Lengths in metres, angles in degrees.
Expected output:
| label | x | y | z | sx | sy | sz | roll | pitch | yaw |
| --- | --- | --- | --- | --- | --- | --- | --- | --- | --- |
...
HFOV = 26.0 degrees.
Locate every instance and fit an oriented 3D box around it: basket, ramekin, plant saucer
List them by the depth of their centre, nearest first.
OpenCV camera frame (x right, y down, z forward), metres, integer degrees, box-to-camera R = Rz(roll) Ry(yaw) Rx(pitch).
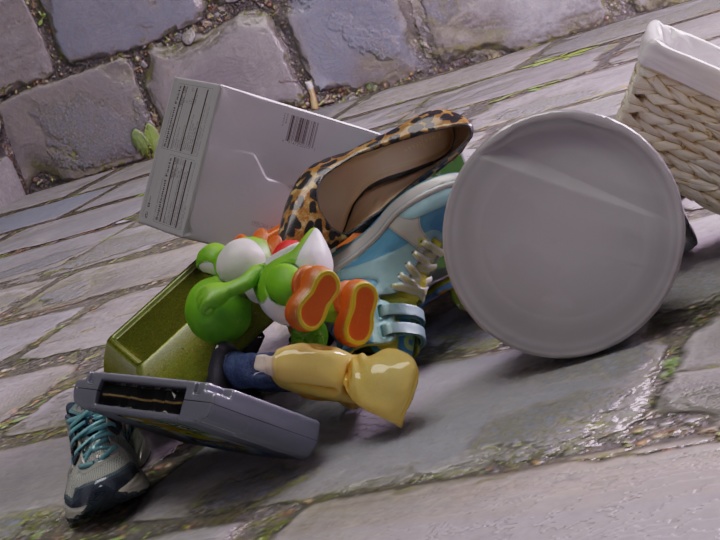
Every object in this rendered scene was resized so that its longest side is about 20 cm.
| label | x | y | z | sx | sy | sz | roll | pitch | yaw |
| --- | --- | --- | --- | --- | --- | --- | --- | --- | --- |
| ramekin | 0.171 | -0.032 | 1.313 | 0.200 | 0.205 | 0.094 | -17 | 1 | 10 |
| basket | 0.330 | -0.128 | 1.431 | 0.198 | 0.124 | 0.136 | 24 | 20 | 4 |
| plant saucer | -0.164 | 0.050 | 1.498 | 0.199 | 0.048 | 0.200 | -43 | 20 | -11 |

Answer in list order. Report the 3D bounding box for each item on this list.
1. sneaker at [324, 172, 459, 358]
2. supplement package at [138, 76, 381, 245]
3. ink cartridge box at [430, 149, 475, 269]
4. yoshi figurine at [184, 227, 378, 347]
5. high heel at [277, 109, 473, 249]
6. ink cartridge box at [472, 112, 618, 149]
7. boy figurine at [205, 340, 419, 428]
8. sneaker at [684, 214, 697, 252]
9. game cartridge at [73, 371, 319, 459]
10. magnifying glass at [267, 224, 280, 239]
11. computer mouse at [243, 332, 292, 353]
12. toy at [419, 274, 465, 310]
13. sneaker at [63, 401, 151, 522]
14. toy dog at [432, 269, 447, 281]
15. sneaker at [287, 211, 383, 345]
| label | x | y | z | sx | sy | sz | roll | pitch | yaw |
| --- | --- | --- | --- | --- | --- | --- | --- | --- | --- |
| sneaker | 0.049 | 0.012 | 1.421 | 0.200 | 0.131 | 0.079 | -40 | -37 | 20 |
| supplement package | -0.103 | -0.096 | 1.605 | 0.198 | 0.158 | 0.111 | 14 | 2 | -35 |
| ink cartridge box | 0.122 | -0.063 | 1.562 | 0.059 | 0.105 | 0.199 | -28 | -13 | 35 |
| yoshi figurine | -0.084 | 0.032 | 1.355 | 0.111 | 0.113 | 0.199 | -30 | 27 | -32 |
| high heel | 0.012 | -0.080 | 1.422 | 0.142 | 0.072 | 0.200 | -13 | 26 | 50 |
| ink cartridge box | 0.244 | -0.113 | 1.699 | 0.198 | 0.085 | 0.144 | -9 | -3 | 36 |
| boy figurine | -0.031 | 0.096 | 1.315 | 0.198 | 0.065 | 0.124 | 3 | -17 | 35 |
| sneaker | 0.278 | -0.046 | 1.504 | 0.070 | 0.074 | 0.200 | -26 | 2 | 12 |
| game cartridge | -0.132 | 0.121 | 1.292 | 0.133 | 0.041 | 0.199 | 20 | -13 | -40 |
| magnifying glass | -0.012 | -0.072 | 1.575 | 0.199 | 0.080 | 0.022 | -31 | 50 | -18 |
| computer mouse | -0.111 | 0.089 | 1.505 | 0.139 | 0.046 | 0.200 | 6 | 46 | 43 |
| toy | 0.104 | 0.018 | 1.504 | 0.199 | 0.048 | 0.115 | -22 | -2 | 26 |
| sneaker | -0.233 | 0.154 | 1.363 | 0.077 | 0.087 | 0.200 | -21 | 12 | -4 |
| toy dog | 0.021 | -0.030 | 1.654 | 0.199 | 0.096 | 0.133 | -24 | 40 | 48 |
| sneaker | 0.000 | 0.000 | 1.554 | 0.201 | 0.070 | 0.090 | -51 | 39 | 15 |
